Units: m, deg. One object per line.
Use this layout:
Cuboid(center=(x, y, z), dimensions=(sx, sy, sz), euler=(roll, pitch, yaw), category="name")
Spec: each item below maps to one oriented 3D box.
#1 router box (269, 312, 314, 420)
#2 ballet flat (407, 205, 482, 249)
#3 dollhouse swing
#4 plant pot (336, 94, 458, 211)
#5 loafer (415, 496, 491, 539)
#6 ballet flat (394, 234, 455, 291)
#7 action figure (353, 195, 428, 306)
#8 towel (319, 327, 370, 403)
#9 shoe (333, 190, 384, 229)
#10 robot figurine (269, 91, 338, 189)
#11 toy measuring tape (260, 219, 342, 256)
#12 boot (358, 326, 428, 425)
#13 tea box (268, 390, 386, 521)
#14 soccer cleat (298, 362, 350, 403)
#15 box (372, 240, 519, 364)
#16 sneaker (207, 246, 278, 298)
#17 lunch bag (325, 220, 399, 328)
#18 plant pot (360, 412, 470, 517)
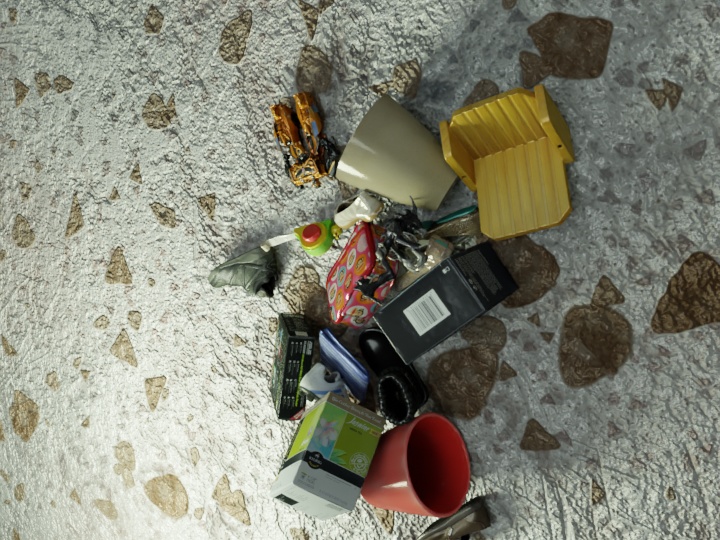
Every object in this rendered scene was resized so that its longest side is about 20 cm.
Cuboid(center=(-0.155, 0.212, 1.601), dimensions=(0.150, 0.062, 0.201), euler=(-131, 48, -67), category="router box")
Cuboid(center=(0.153, -0.071, 1.415), dimensions=(0.200, 0.071, 0.065), euler=(-13, 108, 36), category="ballet flat")
Cuboid(center=(0.257, -0.180, 1.262), dimensions=(0.200, 0.182, 0.176), euler=(-14, 54, 32), category="dollhouse swing")
Cuboid(center=(0.086, -0.204, 1.380), dimensions=(0.200, 0.187, 0.188), euler=(33, 115, 5), category="plant pot")
Cuboid(center=(0.190, 0.548, 1.494), dimensions=(0.200, 0.073, 0.071), euler=(-43, 75, 29), category="loafer")
Cuboid(center=(0.108, -0.020, 1.419), dimensions=(0.067, 0.068, 0.200), euler=(36, 142, -13), category="ballet flat")
Cuboid(center=(0.073, -0.031, 1.318), dimensions=(0.102, 0.119, 0.200), euler=(31, 89, 6), category="action figure")
Cuboid(center=(-0.033, 0.205, 1.530), dimensions=(0.145, 0.024, 0.200), euler=(45, 161, 16), category="towel")
Cuboid(center=(-0.014, -0.129, 1.456), dimensions=(0.053, 0.070, 0.200), euler=(39, 165, -17), category="shoe")
Cuboid(center=(-0.125, -0.273, 1.548), dimensions=(0.145, 0.058, 0.200), euler=(-17, 89, 33), category="robot figurine")
Cuboid(center=(-0.130, -0.057, 1.569), dimensions=(0.200, 0.074, 0.074), euler=(-16, 90, 19), category="toy measuring tape")
Cuboid(center=(0.054, 0.209, 1.462), dimensions=(0.079, 0.158, 0.211), euler=(-44, 77, 17), category="boot")
Cuboid(center=(-0.068, 0.374, 1.436), dimensions=(0.133, 0.197, 0.200), euler=(27, 151, -8), category="tea box")
Cuboid(center=(-0.049, 0.273, 1.556), dimensions=(0.070, 0.200, 0.086), euler=(17, 68, 48), category="soccer cleat")
Cuboid(center=(0.164, 0.057, 1.348), dimensions=(0.197, 0.200, 0.118), euler=(-40, 80, 30), category="box")
Cuboid(center=(-0.272, 0.025, 1.679), dimensions=(0.199, 0.076, 0.115), euler=(-21, 81, 27), category="sneaker")
Cuboid(center=(0.000, 0.000, 1.474), dimensions=(0.200, 0.082, 0.176), euler=(-58, 27, 34), category="lunch bag")
Cuboid(center=(0.095, 0.405, 1.468), dimensions=(0.177, 0.200, 0.201), euler=(-23, 86, 42), category="plant pot")
